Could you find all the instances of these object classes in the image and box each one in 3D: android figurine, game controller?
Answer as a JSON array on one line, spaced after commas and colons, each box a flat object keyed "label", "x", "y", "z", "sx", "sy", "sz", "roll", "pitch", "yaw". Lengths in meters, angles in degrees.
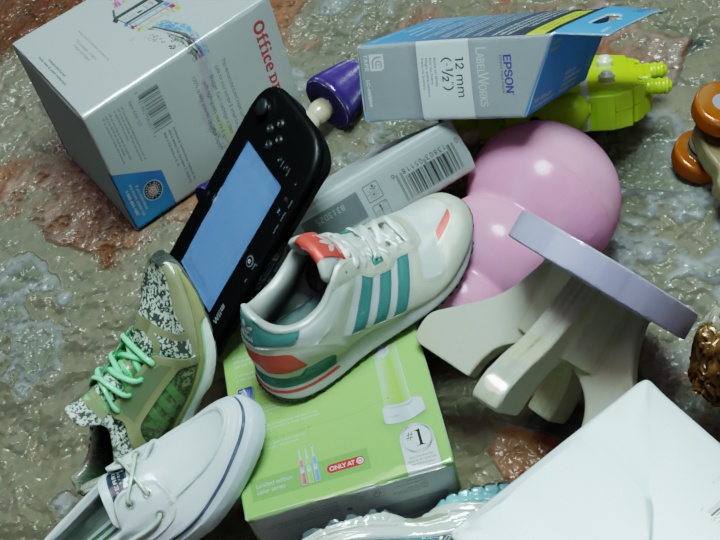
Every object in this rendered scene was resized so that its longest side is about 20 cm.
[{"label": "android figurine", "x": 0.168, "y": -0.156, "z": 0.985, "sx": 0.198, "sy": 0.041, "sz": 0.182, "roll": -3, "pitch": 25, "yaw": 13}, {"label": "game controller", "x": -0.088, "y": -0.030, "z": 0.810, "sx": 0.201, "sy": 0.042, "sz": 0.105, "roll": -58, "pitch": 34, "yaw": 21}]

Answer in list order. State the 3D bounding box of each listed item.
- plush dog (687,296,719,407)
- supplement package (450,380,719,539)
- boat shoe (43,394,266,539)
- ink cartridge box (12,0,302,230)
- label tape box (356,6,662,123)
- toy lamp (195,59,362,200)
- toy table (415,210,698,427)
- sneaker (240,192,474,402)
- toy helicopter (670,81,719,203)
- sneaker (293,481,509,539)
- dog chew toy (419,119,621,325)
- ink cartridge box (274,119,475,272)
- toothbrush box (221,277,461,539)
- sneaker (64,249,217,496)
[{"label": "plush dog", "x": 0.302, "y": 0.067, "z": 0.728, "sx": 0.171, "sy": 0.161, "sz": 0.199, "roll": 34, "pitch": 40, "yaw": 28}, {"label": "supplement package", "x": 0.169, "y": 0.211, "z": 0.614, "sx": 0.147, "sy": 0.201, "sz": 0.191, "roll": -33, "pitch": 52, "yaw": -15}, {"label": "boat shoe", "x": -0.146, "y": 0.157, "z": 0.760, "sx": 0.200, "sy": 0.067, "sz": 0.074, "roll": -49, "pitch": 40, "yaw": 11}, {"label": "ink cartridge box", "x": -0.181, "y": -0.175, "z": 1.044, "sx": 0.199, "sy": 0.148, "sz": 0.145, "roll": -36, "pitch": 52, "yaw": -16}, {"label": "label tape box", "x": 0.118, "y": -0.160, "z": 0.874, "sx": 0.198, "sy": 0.067, "sz": 0.143, "roll": 5, "pitch": 21, "yaw": 29}, {"label": "toy lamp", "x": -0.065, "y": -0.121, "z": 1.032, "sx": 0.058, "sy": 0.058, "sz": 0.200, "roll": 31, "pitch": 63, "yaw": 32}, {"label": "toy table", "x": 0.139, "y": 0.045, "z": 0.749, "sx": 0.183, "sy": 0.200, "sz": 0.118, "roll": 34, "pitch": 96, "yaw": 37}, {"label": "sneaker", "x": -0.001, "y": 0.000, "z": 0.779, "sx": 0.199, "sy": 0.094, "sz": 0.070, "roll": -39, "pitch": 52, "yaw": -15}, {"label": "toy helicopter", "x": 0.347, "y": -0.069, "z": 0.898, "sx": 0.131, "sy": 0.079, "sz": 0.201, "roll": -15, "pitch": 60, "yaw": -11}, {"label": "sneaker", "x": 0.030, "y": 0.203, "z": 0.735, "sx": 0.198, "sy": 0.078, "sz": 0.087, "roll": -17, "pitch": 53, "yaw": -1}, {"label": "dog chew toy", "x": 0.113, "y": -0.019, "z": 0.873, "sx": 0.124, "sy": 0.125, "sz": 0.200, "roll": 29, "pitch": 71, "yaw": 31}, {"label": "ink cartridge box", "x": -0.018, "y": -0.051, "z": 0.921, "sx": 0.162, "sy": 0.200, "sz": 0.050, "roll": -32, "pitch": 96, "yaw": -19}, {"label": "toothbrush box", "x": -0.018, "y": 0.096, "z": 0.825, "sx": 0.144, "sy": 0.086, "sz": 0.201, "roll": -17, "pitch": 50, "yaw": 1}, {"label": "sneaker", "x": -0.159, "y": 0.084, "z": 0.789, "sx": 0.088, "sy": 0.202, "sz": 0.077, "roll": -9, "pitch": 29, "yaw": -40}]
